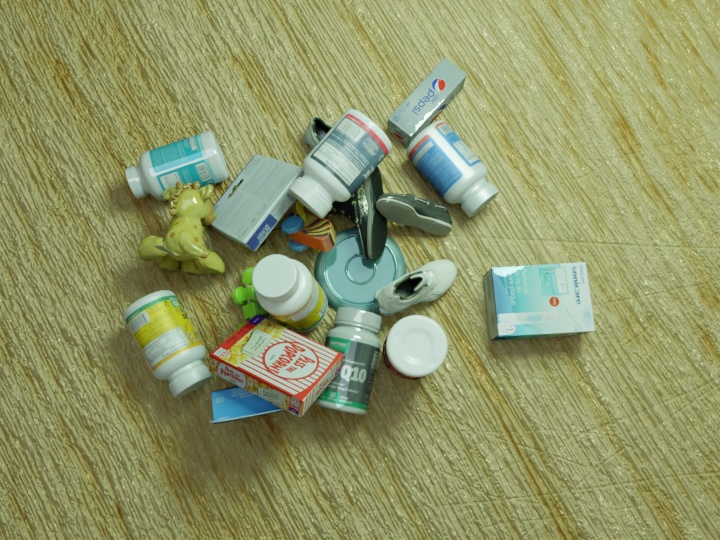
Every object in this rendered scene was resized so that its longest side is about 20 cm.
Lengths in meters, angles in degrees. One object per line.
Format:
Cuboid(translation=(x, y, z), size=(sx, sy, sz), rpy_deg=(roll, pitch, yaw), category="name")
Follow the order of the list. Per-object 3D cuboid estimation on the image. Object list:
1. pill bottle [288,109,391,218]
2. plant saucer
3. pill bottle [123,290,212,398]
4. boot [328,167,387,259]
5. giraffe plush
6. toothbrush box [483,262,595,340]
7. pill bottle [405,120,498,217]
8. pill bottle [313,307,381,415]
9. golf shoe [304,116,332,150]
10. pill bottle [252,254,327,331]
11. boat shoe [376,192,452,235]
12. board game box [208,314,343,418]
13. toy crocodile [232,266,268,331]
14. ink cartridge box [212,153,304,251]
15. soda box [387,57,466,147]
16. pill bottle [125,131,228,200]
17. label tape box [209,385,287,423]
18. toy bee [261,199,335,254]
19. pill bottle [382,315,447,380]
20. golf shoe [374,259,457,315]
Cuboid(translation=(-0.044, -0.206, 1.245), size=(0.120, 0.120, 0.200), rpy_deg=(40, 87, 7), category="pill bottle")
Cuboid(translation=(0.000, 0.000, 1.357), size=(0.200, 0.027, 0.200), rpy_deg=(0, 79, 0), category="plant saucer")
Cuboid(translation=(-0.384, 0.150, 1.276), size=(0.113, 0.113, 0.200), rpy_deg=(-31, 80, -7), category="pill bottle")
Cuboid(translation=(-0.027, -0.120, 1.345), size=(0.154, 0.073, 0.204), rpy_deg=(-4, 88, 28), category="boot")
Cuboid(translation=(-0.356, -0.093, 1.286), size=(0.172, 0.200, 0.162), rpy_deg=(8, 74, -1), category="giraffe plush")
Cuboid(translation=(0.369, 0.066, 1.319), size=(0.200, 0.085, 0.147), rpy_deg=(-2, 78, -3), category="toothbrush box")
Cuboid(translation=(0.200, -0.215, 1.361), size=(0.112, 0.112, 0.200), rpy_deg=(-38, 81, -8), category="pill bottle")
Cuboid(translation=(-0.023, 0.182, 1.274), size=(0.113, 0.113, 0.200), rpy_deg=(12, 78, 2), category="pill bottle")
Cuboid(translation=(-0.048, -0.252, 1.373), size=(0.200, 0.097, 0.078), rpy_deg=(44, 79, 6), category="golf shoe")
Cuboid(translation=(-0.140, 0.044, 1.241), size=(0.113, 0.200, 0.113), rpy_deg=(-3, 70, 9), category="pill bottle")
Cuboid(translation=(0.112, -0.129, 1.335), size=(0.200, 0.067, 0.057), rpy_deg=(19, 56, -33), category="boat shoe")
Cuboid(translation=(-0.155, 0.172, 1.174), size=(0.200, 0.046, 0.152), rpy_deg=(22, 34, 17), category="board game box")
Cuboid(translation=(-0.219, 0.089, 1.321), size=(0.067, 0.062, 0.200), rpy_deg=(-15, 78, 36), category="toy crocodile")
Cuboid(translation=(-0.222, -0.149, 1.341), size=(0.200, 0.041, 0.200), rpy_deg=(-53, 41, -9), category="ink cartridge box")
Cuboid(translation=(0.149, -0.376, 1.417), size=(0.068, 0.063, 0.200), rpy_deg=(40, 80, 8), category="soda box")
Cuboid(translation=(-0.393, -0.218, 1.354), size=(0.200, 0.111, 0.111), rpy_deg=(-19, 79, -5), category="pill bottle")
Cuboid(translation=(-0.205, 0.246, 1.214), size=(0.143, 0.200, 0.066), rpy_deg=(-11, 80, -3), category="label tape box")
Cuboid(translation=(-0.128, -0.102, 1.337), size=(0.200, 0.131, 0.109), rpy_deg=(24, 54, 15), category="toy bee")
Cuboid(translation=(0.101, 0.156, 1.237), size=(0.114, 0.200, 0.114), rpy_deg=(0, 78, 0), category="pill bottle")
Cuboid(translation=(0.129, 0.029, 1.299), size=(0.200, 0.097, 0.078), rpy_deg=(-28, 82, -23), category="golf shoe")
